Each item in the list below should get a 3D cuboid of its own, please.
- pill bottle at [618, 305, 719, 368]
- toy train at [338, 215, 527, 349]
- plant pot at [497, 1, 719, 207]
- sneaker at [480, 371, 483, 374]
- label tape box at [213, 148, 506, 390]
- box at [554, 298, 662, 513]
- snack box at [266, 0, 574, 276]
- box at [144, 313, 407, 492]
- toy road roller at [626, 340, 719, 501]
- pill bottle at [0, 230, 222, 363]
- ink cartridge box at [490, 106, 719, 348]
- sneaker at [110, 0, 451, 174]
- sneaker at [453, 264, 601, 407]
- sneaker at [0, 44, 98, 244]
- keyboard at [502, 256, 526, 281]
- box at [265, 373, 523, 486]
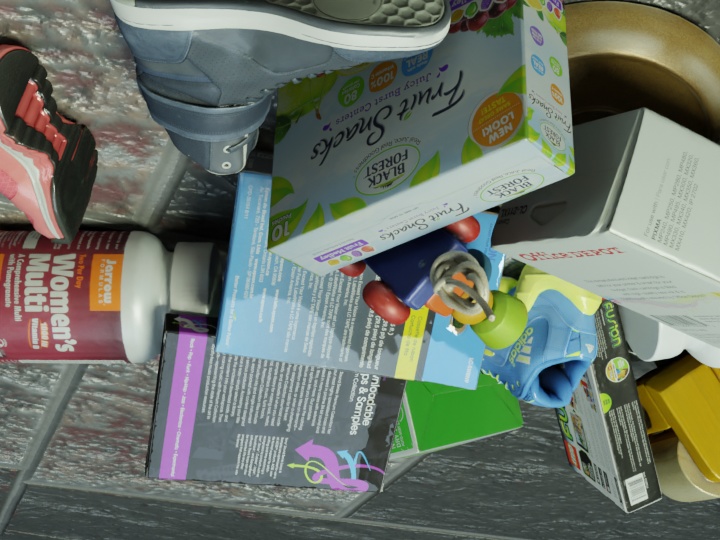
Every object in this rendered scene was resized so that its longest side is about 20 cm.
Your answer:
[{"bbox_3d":[0.305,0.014,0.988,0.200,0.112,0.112,-9,154,-10],"label":"pill bottle"},{"bbox_3d":[0.066,0.015,0.819,0.116,0.200,0.085,36,96,-35],"label":"toy train"},{"bbox_3d":[0.156,-0.093,0.866,0.200,0.028,0.200,3,139,3],"label":"plant pot"},{"bbox_3d":[0.116,0.036,1.099,0.079,0.089,0.200,-20,144,34],"label":"sneaker"},{"bbox_3d":[0.000,0.000,0.959,0.200,0.063,0.144,9,110,-5],"label":"label tape box"},{"bbox_3d":[0.187,0.088,1.056,0.035,0.200,0.110,-20,-162,-12],"label":"box"},{"bbox_3d":[0.032,-0.093,0.792,0.200,0.142,0.053,-22,145,36],"label":"snack box"},{"bbox_3d":[-0.067,0.110,1.040,0.200,0.036,0.143,7,118,-11],"label":"box"},{"bbox_3d":[0.285,0.082,1.085,0.146,0.200,0.123,-28,172,-12],"label":"toy road roller"},{"bbox_3d":[-0.218,0.022,1.054,0.200,0.110,0.110,0,153,1],"label":"pill bottle"},{"bbox_3d":[0.207,-0.020,0.815,0.200,0.083,0.146,23,170,-20],"label":"ink cartridge box"},{"bbox_3d":[-0.045,-0.125,0.788,0.202,0.077,0.146,7,142,9],"label":"sneaker"},{"bbox_3d":[0.108,0.062,0.977,0.076,0.105,0.200,10,153,-27],"label":"sneaker"},{"bbox_3d":[-0.248,-0.092,0.902,0.087,0.074,0.200,9,151,13],"label":"sneaker"},{"bbox_3d":[0.087,0.006,0.991,0.056,0.011,0.200,13,153,-35],"label":"keyboard"},{"bbox_3d":[0.026,0.134,1.211,0.176,0.097,0.200,-18,171,34],"label":"box"}]
